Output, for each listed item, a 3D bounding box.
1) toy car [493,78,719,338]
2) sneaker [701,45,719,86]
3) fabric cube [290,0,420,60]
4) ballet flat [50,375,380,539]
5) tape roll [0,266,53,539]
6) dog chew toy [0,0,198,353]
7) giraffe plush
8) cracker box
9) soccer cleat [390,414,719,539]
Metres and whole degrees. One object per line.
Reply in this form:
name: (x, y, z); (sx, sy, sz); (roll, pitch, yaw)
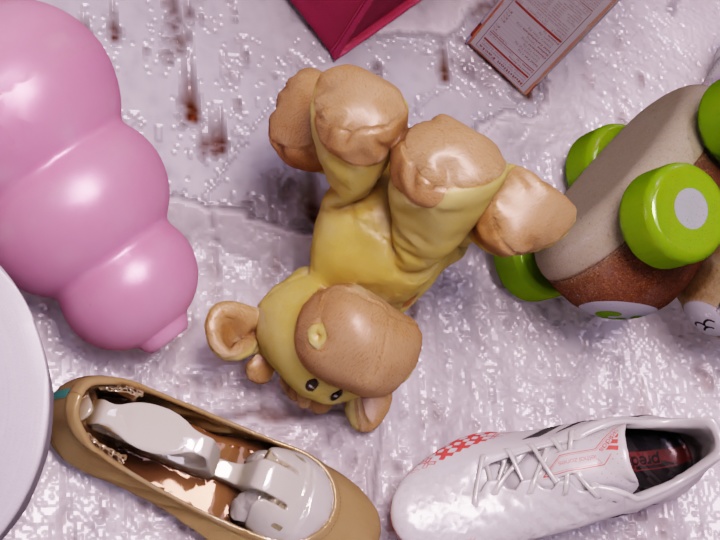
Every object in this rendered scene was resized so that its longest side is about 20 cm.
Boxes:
toy car: (0.210, 0.006, 0.965); (0.200, 0.164, 0.158); (48, 65, -12)
sneaker: (0.288, -0.064, 1.051); (0.200, 0.081, 0.088); (43, 66, 8)
fabric cube: (0.019, -0.287, 0.969); (0.200, 0.196, 0.200); (-37, 86, -25)
ballet flat: (-0.075, 0.111, 0.881); (0.199, 0.063, 0.069); (22, 68, -10)
tape roll: (-0.254, 0.069, 0.816); (0.198, 0.066, 0.202); (2, 80, -10)
dog chew toy: (-0.160, -0.044, 0.879); (0.124, 0.124, 0.201); (-37, 95, -24)
giraffe plush: (0.000, 0.000, 0.897); (0.172, 0.200, 0.163); (29, 84, -1)
cracker box: (0.153, -0.203, 0.981); (0.058, 0.200, 0.134); (41, 66, -2)
soccer cleat: (0.113, 0.115, 0.927); (0.198, 0.085, 0.069); (-7, 75, -20)
